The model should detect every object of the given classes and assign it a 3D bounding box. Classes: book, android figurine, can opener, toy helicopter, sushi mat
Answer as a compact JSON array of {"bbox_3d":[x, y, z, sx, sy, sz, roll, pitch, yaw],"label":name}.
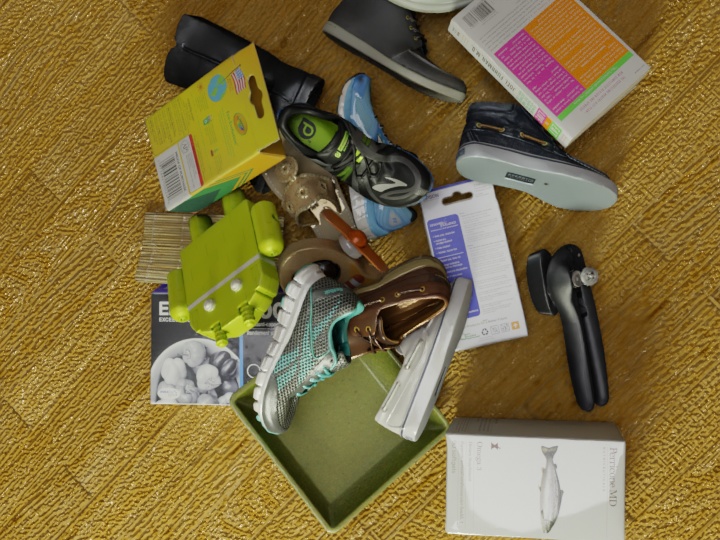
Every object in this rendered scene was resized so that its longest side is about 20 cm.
[{"bbox_3d":[0.219,-0.258,1.082,0.133,0.048,0.200,-40,81,-13],"label":"book"},{"bbox_3d":[-0.161,-0.002,1.102,0.181,0.041,0.201,-33,50,24],"label":"android figurine"},{"bbox_3d":[0.260,0.066,1.098,0.063,0.078,0.201,-17,90,-28],"label":"can opener"},{"bbox_3d":[0.000,0.000,1.102,0.198,0.079,0.133,8,128,-17],"label":"toy helicopter"},{"bbox_3d":[-0.193,-0.026,1.182,0.198,0.012,0.096,3,73,14],"label":"sushi mat"}]

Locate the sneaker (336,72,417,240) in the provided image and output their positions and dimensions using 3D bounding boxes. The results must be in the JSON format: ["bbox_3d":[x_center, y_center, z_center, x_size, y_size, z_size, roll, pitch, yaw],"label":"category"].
[{"bbox_3d":[0.025,-0.143,1.129,0.089,0.078,0.202,-10,95,9],"label":"sneaker"}]

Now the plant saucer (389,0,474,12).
[{"bbox_3d":[0.086,-0.408,1.096,0.198,0.050,0.202,1,77,-3],"label":"plant saucer"}]

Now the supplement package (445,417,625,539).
[{"bbox_3d":[0.202,0.239,1.072,0.198,0.117,0.118,0,90,10],"label":"supplement package"}]

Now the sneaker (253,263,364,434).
[{"bbox_3d":[-0.056,0.099,1.029,0.091,0.077,0.201,22,105,19],"label":"sneaker"}]

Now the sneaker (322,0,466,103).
[{"bbox_3d":[0.059,-0.289,1.119,0.199,0.075,0.107,32,95,10],"label":"sneaker"}]

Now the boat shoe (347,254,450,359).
[{"bbox_3d":[0.016,0.059,1.061,0.199,0.068,0.072,-32,128,13],"label":"boat shoe"}]

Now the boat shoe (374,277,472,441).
[{"bbox_3d":[0.074,0.097,1.089,0.065,0.072,0.201,21,95,16],"label":"boat shoe"}]

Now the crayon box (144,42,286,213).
[{"bbox_3d":[-0.165,-0.165,1.098,0.199,0.051,0.128,-25,74,35],"label":"crayon box"}]

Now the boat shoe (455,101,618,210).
[{"bbox_3d":[0.214,-0.140,1.094,0.199,0.071,0.091,16,63,-6],"label":"boat shoe"}]

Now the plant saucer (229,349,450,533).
[{"bbox_3d":[-0.027,0.178,1.120,0.200,0.048,0.200,-37,83,-21],"label":"plant saucer"}]

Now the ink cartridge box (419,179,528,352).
[{"bbox_3d":[0.138,-0.008,1.125,0.094,0.037,0.202,-13,90,11],"label":"ink cartridge box"}]

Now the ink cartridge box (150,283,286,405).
[{"bbox_3d":[-0.171,0.072,1.181,0.196,0.043,0.202,-1,89,11],"label":"ink cartridge box"}]

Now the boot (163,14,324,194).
[{"bbox_3d":[-0.166,-0.212,1.167,0.199,0.066,0.166,28,93,9],"label":"boot"}]

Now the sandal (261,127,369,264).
[{"bbox_3d":[-0.051,-0.079,1.107,0.077,0.070,0.212,-33,106,1],"label":"sandal"}]

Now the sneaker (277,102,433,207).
[{"bbox_3d":[-0.012,-0.130,1.053,0.199,0.083,0.071,30,100,5],"label":"sneaker"}]
